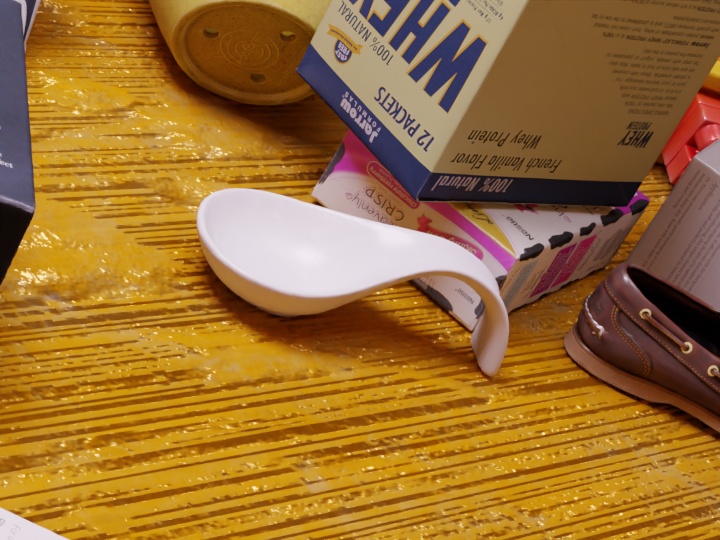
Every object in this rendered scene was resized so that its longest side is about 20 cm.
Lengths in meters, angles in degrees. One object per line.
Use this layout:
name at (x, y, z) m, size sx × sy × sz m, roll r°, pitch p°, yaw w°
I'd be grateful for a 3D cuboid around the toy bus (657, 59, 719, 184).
toy bus at (0.223, -0.140, 1.688) m, size 0.200 × 0.136 × 0.192 m, roll 15°, pitch 47°, yaw -24°

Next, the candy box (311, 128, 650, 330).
candy box at (0.080, -0.046, 1.436) m, size 0.136 × 0.061 × 0.200 m, roll 40°, pitch 29°, yaw 16°

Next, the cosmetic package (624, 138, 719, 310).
cosmetic package at (0.281, 0.015, 1.484) m, size 0.200 × 0.108 × 0.085 m, roll 38°, pitch 27°, yaw 11°

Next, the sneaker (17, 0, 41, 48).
sneaker at (-0.203, -0.192, 1.326) m, size 0.079 × 0.130 × 0.199 m, roll 28°, pitch 27°, yaw -4°

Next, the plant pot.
plant pot at (-0.056, -0.190, 1.435) m, size 0.200 × 0.200 × 0.142 m, roll 21°, pitch 54°, yaw -17°

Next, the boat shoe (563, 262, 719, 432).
boat shoe at (0.226, 0.059, 1.397) m, size 0.200 × 0.070 × 0.070 m, roll 23°, pitch 27°, yaw -17°

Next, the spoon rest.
spoon rest at (0.000, 0.000, 1.280) m, size 0.200 × 0.061 × 0.099 m, roll 19°, pitch 29°, yaw -24°

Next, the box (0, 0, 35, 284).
box at (-0.245, -0.064, 1.092) m, size 0.148 × 0.107 × 0.200 m, roll 18°, pitch 30°, yaw -21°

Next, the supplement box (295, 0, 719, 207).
supplement box at (0.107, -0.157, 1.363) m, size 0.200 × 0.200 × 0.134 m, roll 0°, pitch 39°, yaw -44°

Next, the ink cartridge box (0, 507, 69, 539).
ink cartridge box at (-0.194, 0.141, 0.771) m, size 0.200 × 0.129 × 0.125 m, roll 26°, pitch 28°, yaw -7°
